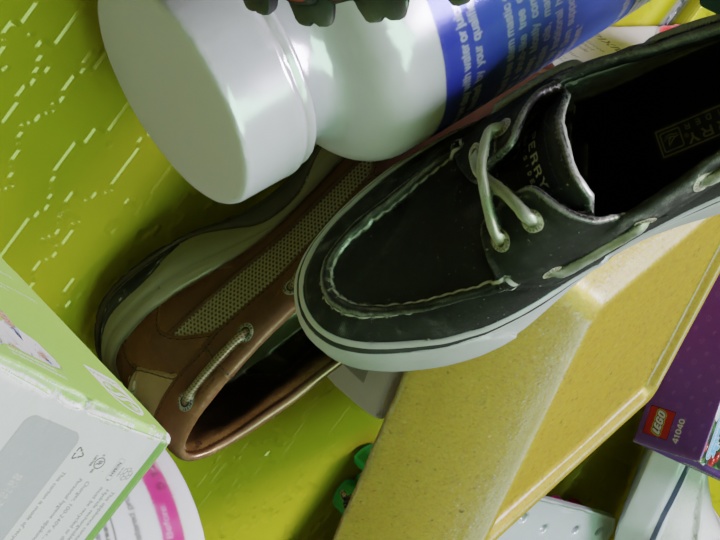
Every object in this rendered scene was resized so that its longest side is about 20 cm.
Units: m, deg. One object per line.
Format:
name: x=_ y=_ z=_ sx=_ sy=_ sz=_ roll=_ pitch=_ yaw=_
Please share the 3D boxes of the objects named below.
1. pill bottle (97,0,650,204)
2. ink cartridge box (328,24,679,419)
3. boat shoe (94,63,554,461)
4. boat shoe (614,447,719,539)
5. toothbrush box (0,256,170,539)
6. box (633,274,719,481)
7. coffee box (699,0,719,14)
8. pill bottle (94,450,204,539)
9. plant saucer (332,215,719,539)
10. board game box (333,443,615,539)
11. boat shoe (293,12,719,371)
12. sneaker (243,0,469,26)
pill bottle: x=0.018 y=-0.106 z=0.738 sx=0.200 sy=0.112 sz=0.112 roll=-33 pitch=141 yaw=-22
ink cartridge box: x=0.089 y=-0.024 z=0.941 sx=0.199 sy=0.050 sz=0.161 roll=-5 pitch=125 yaw=-41
boat shoe: x=0.000 y=0.000 z=0.806 sx=0.200 sy=0.074 sz=0.076 roll=-35 pitch=148 yaw=9
boat shoe: x=0.168 y=0.148 z=1.122 sx=0.075 sy=0.086 sz=0.203 roll=-60 pitch=164 yaw=-55
toothbrush box: x=-0.169 y=0.033 z=0.593 sx=0.146 sy=0.200 sz=0.086 roll=-52 pitch=145 yaw=4
box: x=0.203 y=0.004 z=1.038 sx=0.137 sy=0.039 sz=0.201 roll=26 pitch=83 yaw=-52
coffee box: x=0.202 y=-0.161 z=0.755 sx=0.199 sy=0.044 sz=0.123 roll=-24 pitch=130 yaw=-32
pill bottle: x=-0.159 y=0.112 z=0.746 sx=0.199 sy=0.113 sz=0.114 roll=-6 pitch=126 yaw=-43
plant saucer: x=0.086 y=0.021 z=0.868 sx=0.200 sy=0.048 sz=0.200 roll=-35 pitch=156 yaw=-43
board game box: x=0.012 y=0.179 z=1.059 sx=0.200 sy=0.026 sz=0.200 roll=20 pitch=106 yaw=-52
boat shoe: x=0.061 y=-0.031 z=0.704 sx=0.199 sy=0.071 sz=0.064 roll=-27 pitch=160 yaw=14
sneaker: x=-0.032 y=-0.126 z=0.615 sx=0.071 sy=0.200 sz=0.098 roll=-39 pitch=130 yaw=-41
